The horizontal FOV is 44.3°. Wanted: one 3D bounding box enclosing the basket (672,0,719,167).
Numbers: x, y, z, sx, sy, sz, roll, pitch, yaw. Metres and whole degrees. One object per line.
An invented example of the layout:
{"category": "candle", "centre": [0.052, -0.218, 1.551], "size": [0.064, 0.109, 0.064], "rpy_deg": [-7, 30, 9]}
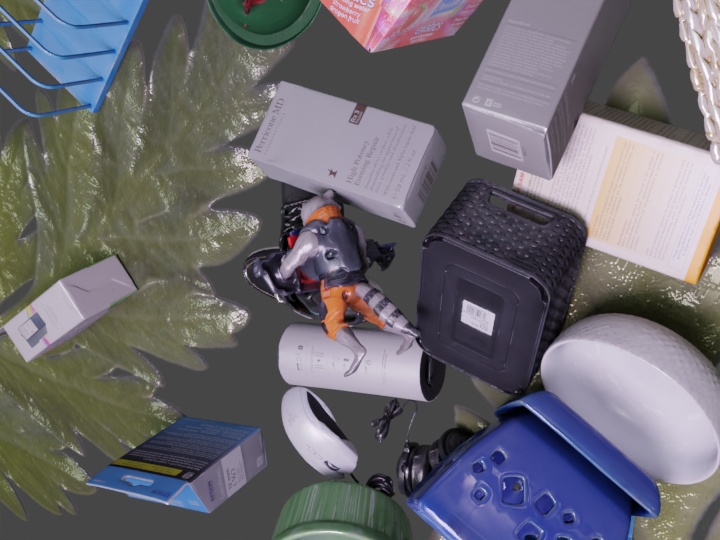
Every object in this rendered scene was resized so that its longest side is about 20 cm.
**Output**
{"category": "basket", "centre": [0.358, -0.201, 0.697], "size": [0.161, 0.200, 0.199], "rpy_deg": [-11, 101, 38]}

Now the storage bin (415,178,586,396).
{"category": "storage bin", "centre": [0.139, 0.022, 0.913], "size": [0.135, 0.094, 0.200], "rpy_deg": [26, 146, 20]}

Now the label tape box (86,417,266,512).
{"category": "label tape box", "centre": [-0.243, 0.274, 1.196], "size": [0.143, 0.200, 0.066], "rpy_deg": [2, 109, 29]}

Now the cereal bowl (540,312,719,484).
{"category": "cereal bowl", "centre": [0.286, 0.117, 0.894], "size": [0.200, 0.083, 0.200], "rpy_deg": [33, 151, 21]}

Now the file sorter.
{"category": "file sorter", "centre": [-0.386, -0.314, 1.125], "size": [0.139, 0.123, 0.200], "rpy_deg": [43, 122, 9]}

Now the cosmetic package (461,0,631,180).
{"category": "cosmetic package", "centre": [0.172, -0.198, 0.799], "size": [0.090, 0.107, 0.200], "rpy_deg": [24, 81, 22]}

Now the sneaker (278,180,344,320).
{"category": "sneaker", "centre": [-0.058, -0.043, 1.030], "size": [0.075, 0.079, 0.201], "rpy_deg": [-20, 73, 19]}

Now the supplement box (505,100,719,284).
{"category": "supplement box", "centre": [0.256, -0.085, 0.865], "size": [0.200, 0.073, 0.126], "rpy_deg": [23, 118, 21]}

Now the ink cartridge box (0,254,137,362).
{"category": "ink cartridge box", "centre": [-0.433, 0.063, 1.289], "size": [0.200, 0.117, 0.067], "rpy_deg": [-31, 93, 34]}

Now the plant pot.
{"category": "plant pot", "centre": [0.181, 0.241, 0.925], "size": [0.200, 0.200, 0.180], "rpy_deg": [41, 80, 8]}

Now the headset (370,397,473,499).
{"category": "headset", "centre": [0.087, 0.241, 1.067], "size": [0.123, 0.094, 0.200], "rpy_deg": [-25, 105, 34]}

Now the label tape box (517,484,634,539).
{"category": "label tape box", "centre": [0.234, 0.357, 1.043], "size": [0.143, 0.066, 0.201], "rpy_deg": [13, 115, 25]}

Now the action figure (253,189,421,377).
{"category": "action figure", "centre": [0.000, 0.000, 0.948], "size": [0.105, 0.200, 0.194], "rpy_deg": [-39, 76, 45]}

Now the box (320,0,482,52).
{"category": "box", "centre": [0.048, -0.283, 0.838], "size": [0.103, 0.200, 0.095], "rpy_deg": [49, 124, 7]}

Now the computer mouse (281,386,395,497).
{"category": "computer mouse", "centre": [-0.045, 0.246, 1.176], "size": [0.200, 0.044, 0.110], "rpy_deg": [51, 125, 5]}

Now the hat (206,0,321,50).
{"category": "hat", "centre": [-0.143, -0.320, 0.948], "size": [0.200, 0.176, 0.166], "rpy_deg": [-23, 95, 34]}

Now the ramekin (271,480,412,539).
{"category": "ramekin", "centre": [-0.024, 0.365, 1.138], "size": [0.199, 0.098, 0.201], "rpy_deg": [4, 124, 5]}

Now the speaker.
{"category": "speaker", "centre": [0.002, 0.109, 1.078], "size": [0.199, 0.081, 0.081], "rpy_deg": [2, 108, 29]}

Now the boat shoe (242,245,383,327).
{"category": "boat shoe", "centre": [-0.070, 0.022, 1.100], "size": [0.200, 0.060, 0.074], "rpy_deg": [20, 116, 23]}

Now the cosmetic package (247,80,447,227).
{"category": "cosmetic package", "centre": [-0.015, -0.131, 0.984], "size": [0.200, 0.074, 0.102], "rpy_deg": [20, 81, 21]}
